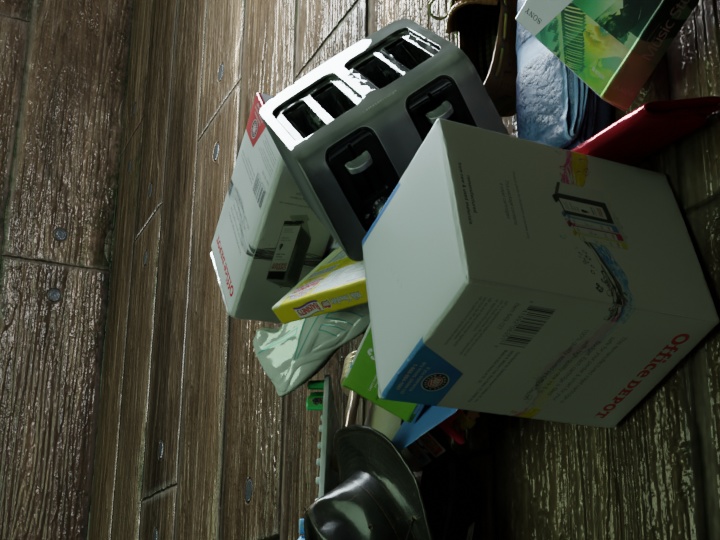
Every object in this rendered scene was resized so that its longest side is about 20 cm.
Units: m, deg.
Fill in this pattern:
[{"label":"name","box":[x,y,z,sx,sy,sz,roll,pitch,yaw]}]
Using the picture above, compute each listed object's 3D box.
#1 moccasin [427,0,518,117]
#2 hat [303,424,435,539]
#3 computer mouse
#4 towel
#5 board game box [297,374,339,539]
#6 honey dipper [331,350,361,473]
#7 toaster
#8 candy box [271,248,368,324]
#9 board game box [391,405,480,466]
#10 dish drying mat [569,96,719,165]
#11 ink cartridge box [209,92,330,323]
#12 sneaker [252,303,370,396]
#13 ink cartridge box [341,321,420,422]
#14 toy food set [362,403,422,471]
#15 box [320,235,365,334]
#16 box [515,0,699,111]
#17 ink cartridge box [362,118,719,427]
[{"label":"moccasin","box":[0.113,-0.242,1.064,0.073,0.077,0.204,-25,58,43]},{"label":"hat","box":[-0.002,0.244,0.987,0.200,0.080,0.203,43,142,45]},{"label":"computer mouse","box":[0.072,0.259,1.053,0.140,0.045,0.203,-175,90,-72]},{"label":"towel","box":[0.169,-0.180,0.961,0.111,0.048,0.203,150,124,-63]},{"label":"board game box","box":[-0.038,0.247,1.163,0.201,0.025,0.202,83,-173,-49]},{"label":"honey dipper","box":[-0.010,0.154,1.201,0.201,0.037,0.038,-79,9,-61]},{"label":"toaster","box":[0.020,-0.126,1.020,0.119,0.179,0.200,60,176,-29]},{"label":"candy box","box":[0.000,0.000,1.042,0.102,0.027,0.199,-46,15,-29]},{"label":"board game box","box":[0.102,0.106,0.983,0.158,0.039,0.200,-49,2,-37]},{"label":"dish drying mat","box":[0.185,-0.085,0.856,0.200,0.076,0.018,-32,68,61]},{"label":"ink cartridge box","box":[-0.089,-0.065,1.202,0.147,0.082,0.202,-116,40,-52]},{"label":"sneaker","box":[-0.030,0.043,1.149,0.200,0.081,0.070,-39,-6,10]},{"label":"ink cartridge box","box":[0.071,0.013,1.011,0.148,0.075,0.202,-51,-15,-58]},{"label":"toy food set","box":[0.027,0.211,1.137,0.144,0.060,0.202,-82,9,-52]},{"label":"box","box":[0.009,-0.046,1.216,0.133,0.113,0.202,-108,33,-48]},{"label":"box","box":[0.210,-0.242,0.840,0.201,0.036,0.145,-61,36,23]},{"label":"ink cartridge box","box":[0.123,0.008,0.809,0.148,0.197,0.146,123,150,-45]}]
